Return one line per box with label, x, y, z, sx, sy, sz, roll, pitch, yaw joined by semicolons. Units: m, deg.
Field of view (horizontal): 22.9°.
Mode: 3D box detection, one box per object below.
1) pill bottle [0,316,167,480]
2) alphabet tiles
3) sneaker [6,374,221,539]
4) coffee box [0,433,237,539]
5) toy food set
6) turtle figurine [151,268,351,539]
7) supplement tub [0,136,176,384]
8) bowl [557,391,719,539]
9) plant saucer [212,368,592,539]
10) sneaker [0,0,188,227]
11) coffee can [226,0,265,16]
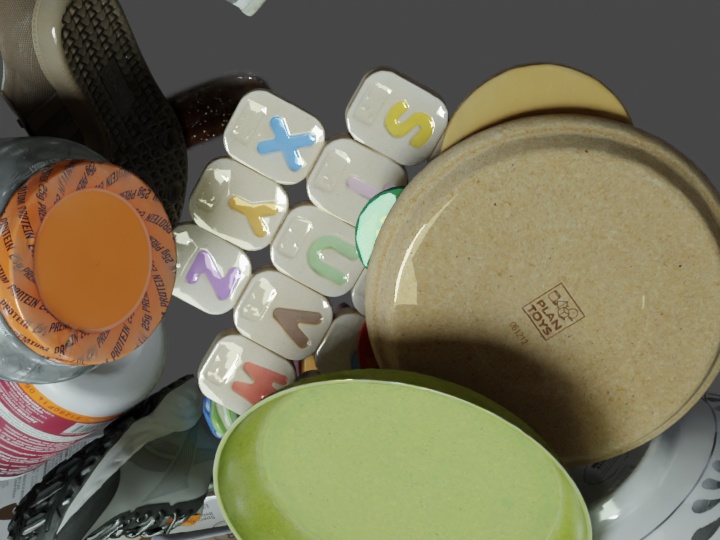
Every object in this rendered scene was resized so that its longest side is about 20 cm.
pill bottle;-0.215;0.067;1.116;0.109;0.110;0.199;37;138;-21
alphabet tiles;0.000;0.000;0.928;0.194;0.015;0.201;28;104;-11
sneaker;-0.131;0.127;1.041;0.074;0.200;0.080;-30;93;28
coffee box;-0.163;0.175;1.203;0.198;0.080;0.115;-14;134;12
toy food set;0.093;0.011;0.898;0.199;0.049;0.198;37;108;-16
turtle figurine;-0.025;0.073;1.000;0.192;0.145;0.200;-16;155;21
supplement tub;-0.189;-0.006;0.914;0.199;0.123;0.123;4;143;48
bowl;0.155;0.131;0.970;0.200;0.202;0.094;-26;117;42
plant saucer;0.023;0.115;0.921;0.198;0.031;0.201;9;135;9
sneaker;-0.149;-0.087;0.957;0.075;0.071;0.201;23;144;29
coffee can;-0.096;-0.213;0.704;0.199;0.147;0.146;29;141;-11
